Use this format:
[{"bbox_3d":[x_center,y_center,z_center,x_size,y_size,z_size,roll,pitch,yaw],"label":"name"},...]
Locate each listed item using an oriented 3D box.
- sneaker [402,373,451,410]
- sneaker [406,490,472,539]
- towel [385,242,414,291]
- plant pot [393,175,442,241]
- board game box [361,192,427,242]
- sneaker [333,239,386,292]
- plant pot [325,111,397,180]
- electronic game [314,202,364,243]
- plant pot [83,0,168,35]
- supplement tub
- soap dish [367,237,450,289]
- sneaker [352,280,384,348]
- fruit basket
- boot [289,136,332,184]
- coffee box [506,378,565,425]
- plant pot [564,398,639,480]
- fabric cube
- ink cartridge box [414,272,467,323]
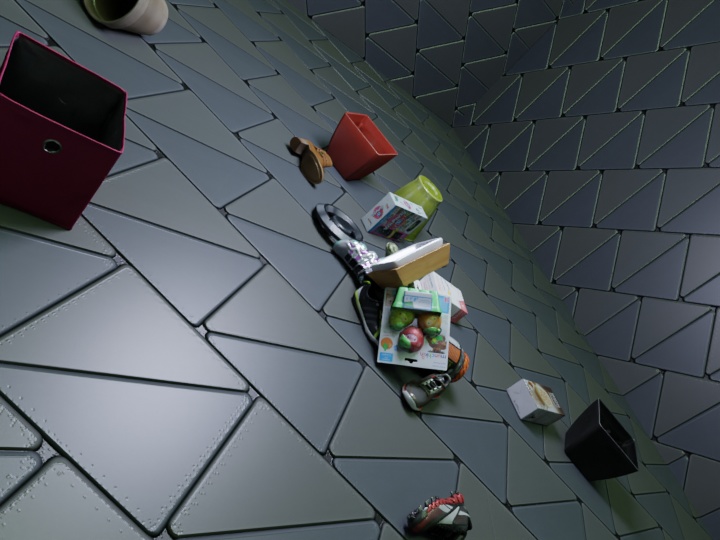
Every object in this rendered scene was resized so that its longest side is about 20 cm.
[{"bbox_3d":[0.179,0.304,1.483,0.078,0.082,0.199,55,26,15],"label":"sneaker"},{"bbox_3d":[0.174,0.530,1.182,0.199,0.071,0.099,16,38,-50],"label":"sneaker"},{"bbox_3d":[0.121,0.028,1.724,0.036,0.150,0.202,-15,52,-12],"label":"towel"},{"bbox_3d":[0.205,-0.251,2.149,0.199,0.193,0.202,35,29,-23],"label":"plant pot"},{"bbox_3d":[0.120,-0.183,1.979,0.198,0.147,0.065,14,43,-48],"label":"board game box"},{"bbox_3d":[0.000,0.000,1.630,0.197,0.078,0.141,23,50,-5],"label":"sneaker"},{"bbox_3d":[-0.013,-0.448,2.098,0.201,0.176,0.199,52,26,7],"label":"plant pot"},{"bbox_3d":[-0.063,-0.136,1.748,0.199,0.042,0.201,38,20,-17],"label":"electronic game"},{"bbox_3d":[-0.632,-0.750,1.562,0.201,0.199,0.173,52,11,10],"label":"plant pot"},{"bbox_3d":[0.206,0.226,1.585,0.199,0.122,0.123,37,28,-22],"label":"supplement tub"},{"bbox_3d":[0.139,-0.016,1.571,0.198,0.157,0.083,-25,97,-28],"label":"soap dish"},{"bbox_3d":[0.043,0.118,1.523,0.071,0.083,0.202,6,48,-53],"label":"sneaker"},{"bbox_3d":[0.143,0.147,1.459,0.181,0.094,0.204,7,65,4],"label":"fruit basket"},{"bbox_3d":[-0.143,-0.366,1.906,0.154,0.073,0.202,8,49,-59],"label":"boot"},{"bbox_3d":[0.606,0.457,1.940,0.198,0.080,0.116,23,36,-42],"label":"coffee box"},{"bbox_3d":[0.831,0.612,1.970,0.201,0.177,0.199,49,26,4],"label":"plant pot"},{"bbox_3d":[-0.541,-0.233,0.965,0.195,0.199,0.202,26,33,-39],"label":"fabric cube"},{"bbox_3d":[0.274,0.083,1.945,0.199,0.067,0.118,32,30,-30],"label":"ink cartridge box"}]
